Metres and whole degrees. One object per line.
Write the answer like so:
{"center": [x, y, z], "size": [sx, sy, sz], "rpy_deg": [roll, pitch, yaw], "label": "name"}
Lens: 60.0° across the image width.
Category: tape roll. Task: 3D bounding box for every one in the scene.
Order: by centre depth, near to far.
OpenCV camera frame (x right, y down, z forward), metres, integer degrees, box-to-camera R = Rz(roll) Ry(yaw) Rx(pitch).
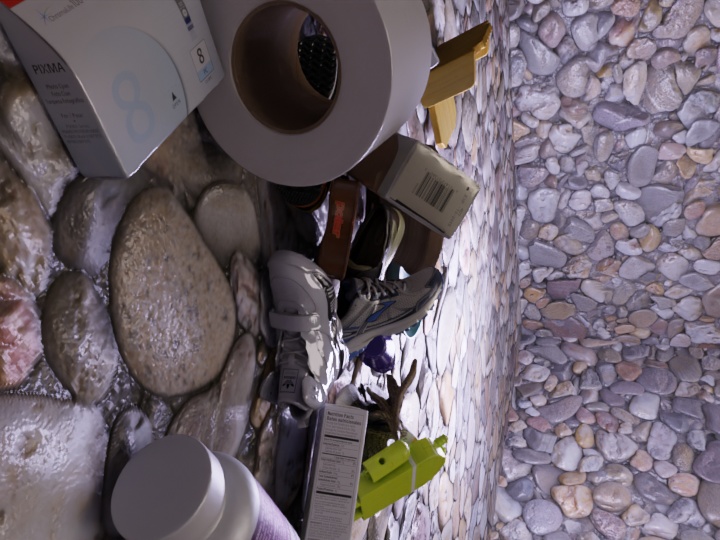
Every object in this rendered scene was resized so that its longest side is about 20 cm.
{"center": [-0.043, -0.197, 0.582], "size": [0.139, 0.198, 0.207], "rpy_deg": [-48, 136, -58], "label": "tape roll"}

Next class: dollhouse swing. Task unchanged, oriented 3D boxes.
{"center": [0.227, -0.398, 1.357], "size": [0.178, 0.179, 0.201], "rpy_deg": [58, 34, -23], "label": "dollhouse swing"}

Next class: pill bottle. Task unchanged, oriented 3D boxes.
{"center": [-0.125, 0.226, 0.530], "size": [0.202, 0.110, 0.114], "rpy_deg": [72, 29, -44], "label": "pill bottle"}

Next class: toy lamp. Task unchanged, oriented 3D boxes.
{"center": [0.028, 0.124, 0.951], "size": [0.200, 0.057, 0.060], "rpy_deg": [60, 36, -77], "label": "toy lamp"}

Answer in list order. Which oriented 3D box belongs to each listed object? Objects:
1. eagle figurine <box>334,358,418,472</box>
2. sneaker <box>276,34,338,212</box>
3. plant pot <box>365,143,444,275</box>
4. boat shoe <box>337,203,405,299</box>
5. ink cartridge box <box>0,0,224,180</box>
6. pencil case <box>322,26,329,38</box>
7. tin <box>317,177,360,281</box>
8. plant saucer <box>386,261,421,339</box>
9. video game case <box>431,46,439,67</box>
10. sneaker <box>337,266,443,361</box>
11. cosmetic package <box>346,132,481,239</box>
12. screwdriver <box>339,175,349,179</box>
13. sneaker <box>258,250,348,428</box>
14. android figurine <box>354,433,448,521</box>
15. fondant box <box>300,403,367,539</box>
{"center": [0.034, 0.249, 0.990], "size": [0.150, 0.153, 0.201], "rpy_deg": [-26, 162, -23], "label": "eagle figurine"}
{"center": [-0.061, -0.170, 0.742], "size": [0.090, 0.068, 0.206], "rpy_deg": [49, 46, -82], "label": "sneaker"}
{"center": [0.061, -0.094, 0.972], "size": [0.201, 0.090, 0.207], "rpy_deg": [180, -90, -78], "label": "plant pot"}
{"center": [0.000, 0.000, 0.877], "size": [0.065, 0.072, 0.204], "rpy_deg": [25, 82, -60], "label": "boat shoe"}
{"center": [-0.176, -0.193, 0.435], "size": [0.162, 0.046, 0.203], "rpy_deg": [-66, 153, -45], "label": "ink cartridge box"}
{"center": [0.003, -0.321, 0.799], "size": [0.200, 0.083, 0.086], "rpy_deg": [-71, 157, -72], "label": "pencil case"}
{"center": [-0.028, -0.046, 0.767], "size": [0.200, 0.041, 0.115], "rpy_deg": [130, -34, -84], "label": "tin"}
{"center": [0.087, 0.026, 1.188], "size": [0.199, 0.035, 0.206], "rpy_deg": [2, 90, -69], "label": "plant saucer"}
{"center": [0.034, -0.380, 0.825], "size": [0.201, 0.022, 0.184], "rpy_deg": [52, 15, -30], "label": "video game case"}
{"center": [0.017, 0.043, 0.814], "size": [0.086, 0.197, 0.077], "rpy_deg": [60, -3, -21], "label": "sneaker"}
{"center": [0.049, -0.116, 0.759], "size": [0.072, 0.104, 0.200], "rpy_deg": [-58, -155, 7], "label": "cosmetic package"}
{"center": [-0.025, -0.119, 0.793], "size": [0.200, 0.027, 0.030], "rpy_deg": [117, -8, -87], "label": "screwdriver"}
{"center": [-0.071, 0.083, 0.711], "size": [0.116, 0.073, 0.203], "rpy_deg": [-64, 148, -45], "label": "sneaker"}
{"center": [0.047, 0.304, 0.915], "size": [0.041, 0.197, 0.184], "rpy_deg": [53, -16, 31], "label": "android figurine"}
{"center": [-0.038, 0.276, 0.775], "size": [0.145, 0.057, 0.205], "rpy_deg": [113, -13, -74], "label": "fondant box"}
